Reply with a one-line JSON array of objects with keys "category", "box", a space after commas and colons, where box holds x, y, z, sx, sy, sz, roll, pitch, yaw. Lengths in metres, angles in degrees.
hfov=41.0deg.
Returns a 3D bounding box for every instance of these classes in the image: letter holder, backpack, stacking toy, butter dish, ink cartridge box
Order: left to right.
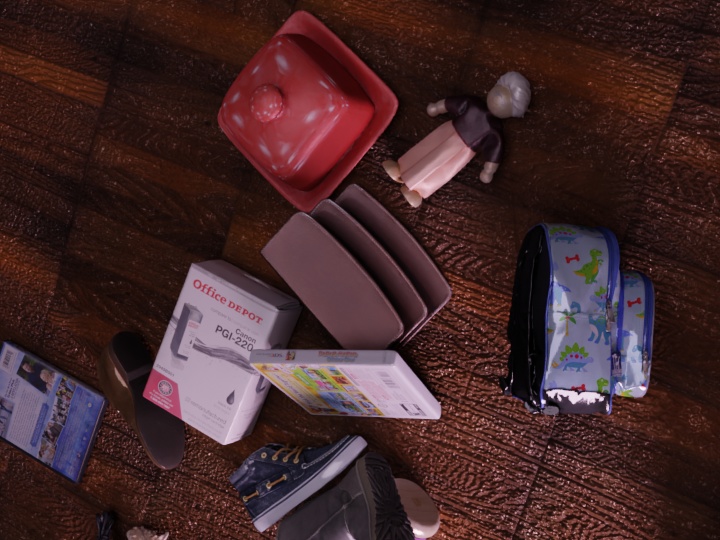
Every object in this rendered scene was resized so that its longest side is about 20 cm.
[{"category": "ink cartridge box", "box": [-0.183, 0.106, 1.282, 0.145, 0.085, 0.202, 26, 100, 17]}, {"category": "butter dish", "box": [-0.091, -0.201, 1.196, 0.200, 0.148, 0.200, 46, 107, 12]}, {"category": "letter holder", "box": [0.000, 0.000, 1.199, 0.142, 0.100, 0.200, -45, 78, 15]}, {"category": "stacking toy", "box": [0.013, 0.360, 1.231, 0.085, 0.085, 0.201, 43, 113, 13]}, {"category": "backpack", "box": [0.241, 0.050, 1.072, 0.145, 0.183, 0.203, 1, 90, -3]}]

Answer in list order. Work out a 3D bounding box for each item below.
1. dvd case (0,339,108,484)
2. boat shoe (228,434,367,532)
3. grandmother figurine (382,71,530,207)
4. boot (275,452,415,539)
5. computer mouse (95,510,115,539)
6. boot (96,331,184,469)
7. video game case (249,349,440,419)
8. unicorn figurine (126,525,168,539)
[{"category": "dvd case", "box": [-0.475, 0.210, 1.433, 0.198, 0.018, 0.144, 25, 102, 17]}, {"category": "boat shoe", "box": [-0.087, 0.254, 1.259, 0.200, 0.071, 0.091, -40, 81, 19]}, {"category": "grandmother figurine", "box": [0.126, -0.161, 1.165, 0.200, 0.061, 0.122, -41, 88, 21]}, {"category": "boot", "box": [-0.026, 0.339, 1.171, 0.200, 0.072, 0.183, -42, 39, 27]}, {"category": "computer mouse", "box": [-0.426, 0.437, 1.405, 0.199, 0.044, 0.111, -31, 50, 26]}, {"category": "boot", "box": [-0.310, 0.190, 1.352, 0.075, 0.073, 0.202, -35, 76, 38]}, {"category": "video game case", "box": [-0.013, 0.139, 1.165, 0.180, 0.200, 0.023, -1, 65, 20]}, {"category": "unicorn figurine", "box": [-0.315, 0.459, 1.365, 0.136, 0.074, 0.202, 8, 82, 29]}]
